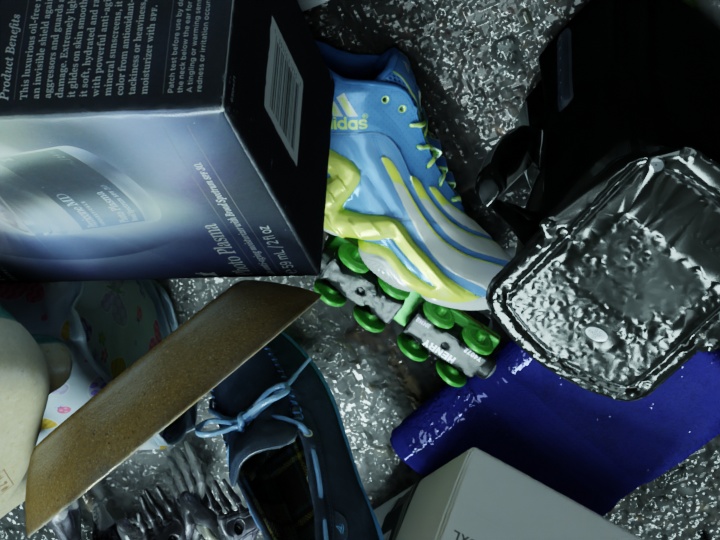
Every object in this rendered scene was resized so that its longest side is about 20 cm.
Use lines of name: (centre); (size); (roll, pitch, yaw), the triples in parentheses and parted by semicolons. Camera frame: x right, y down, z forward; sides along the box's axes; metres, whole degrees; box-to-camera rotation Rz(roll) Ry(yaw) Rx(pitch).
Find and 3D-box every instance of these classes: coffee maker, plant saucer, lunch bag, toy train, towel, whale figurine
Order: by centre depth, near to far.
coffee maker: (0.163, -0.058, 0.922); (0.191, 0.201, 0.135); (-23, 119, 22)
plant saucer: (-0.107, 0.063, 0.931); (0.200, 0.200, 0.036); (-39, 91, 25)
whale figurine: (-0.229, 0.078, 0.937); (0.104, 0.159, 0.200); (46, 166, 21)
toy train: (0.000, 0.000, 1.057); (0.199, 0.057, 0.042); (33, 120, -8)
lunch bag: (-0.206, 0.053, 1.077); (0.168, 0.128, 0.201); (-9, 146, 12)
towel: (0.135, 0.086, 1.107); (0.147, 0.050, 0.200); (38, 118, -24)

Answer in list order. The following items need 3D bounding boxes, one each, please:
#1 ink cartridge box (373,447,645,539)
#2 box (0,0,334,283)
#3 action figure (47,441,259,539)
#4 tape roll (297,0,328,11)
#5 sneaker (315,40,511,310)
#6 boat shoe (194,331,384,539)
ink cartridge box: (0.078, 0.201, 1.106); (0.144, 0.085, 0.200); (28, 152, -10)
box: (-0.130, -0.082, 0.886); (0.196, 0.125, 0.200); (-1, 157, 13)
action figure: (-0.142, 0.166, 1.145); (0.199, 0.118, 0.103); (-22, 81, 57)
tape roll: (-0.068, -0.209, 0.882); (0.198, 0.067, 0.201); (-9, 149, -5)
sneaker: (0.022, -0.060, 1.012); (0.199, 0.076, 0.105); (30, 119, -10)
boat shoe: (-0.045, 0.108, 1.063); (0.084, 0.201, 0.068); (-46, 152, 23)
